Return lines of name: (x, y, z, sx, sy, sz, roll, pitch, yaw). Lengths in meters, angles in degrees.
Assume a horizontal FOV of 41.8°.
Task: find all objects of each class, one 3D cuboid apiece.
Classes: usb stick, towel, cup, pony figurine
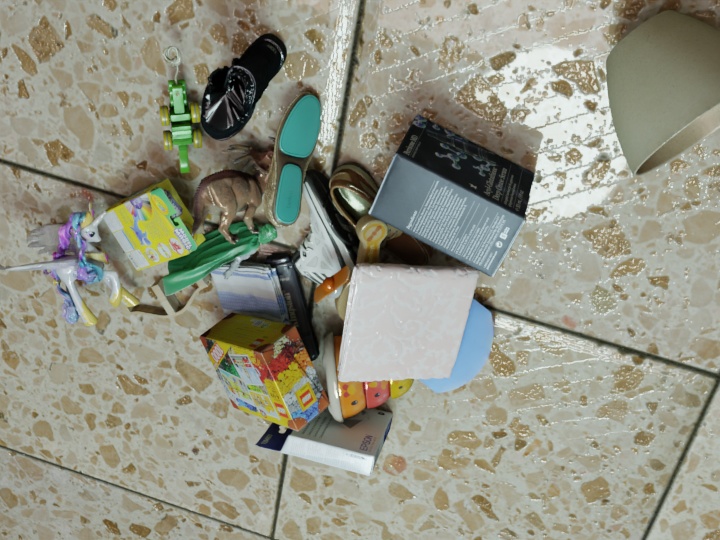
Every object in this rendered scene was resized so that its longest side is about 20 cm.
usb stick: (-0.114, 0.065, 1.581, 0.054, 0.033, 0.203, -4, 118, 20)
towel: (0.068, 0.078, 1.418, 0.196, 0.032, 0.194, 1, 117, -22)
towel: (-0.179, 0.075, 1.592, 0.145, 0.024, 0.203, 7, 123, 33)
cup: (0.388, -0.235, 1.178, 0.200, 0.199, 0.145, -38, 77, 31)
pony figurine: (-0.486, -0.009, 1.585, 0.189, 0.167, 0.203, -10, 118, 10)

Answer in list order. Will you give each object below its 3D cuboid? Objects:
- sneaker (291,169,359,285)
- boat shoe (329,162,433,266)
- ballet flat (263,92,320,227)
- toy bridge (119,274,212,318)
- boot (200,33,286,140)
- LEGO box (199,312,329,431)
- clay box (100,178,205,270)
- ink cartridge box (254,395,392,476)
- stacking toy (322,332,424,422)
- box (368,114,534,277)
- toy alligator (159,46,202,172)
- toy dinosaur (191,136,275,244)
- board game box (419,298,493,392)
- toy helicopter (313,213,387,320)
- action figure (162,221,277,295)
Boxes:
sneaker: (-0.073, -0.053, 1.474, 0.114, 0.076, 0.203, -17, 116, 23)
boat shoe: (0.024, -0.072, 1.435, 0.200, 0.074, 0.076, 42, 122, -9)
ballet flat: (-0.109, -0.164, 1.400, 0.070, 0.065, 0.204, 17, 84, -30)
toy bridge: (-0.338, 0.048, 1.642, 0.197, 0.027, 0.068, -20, 112, 27)
boot: (-0.192, -0.238, 1.349, 0.076, 0.169, 0.200, 40, 123, -9)
LEGO box: (-0.158, 0.161, 1.534, 0.198, 0.077, 0.151, 6, 125, 52)
clay box: (-0.328, -0.073, 1.515, 0.198, 0.048, 0.116, -13, 113, 47)
ink cartridge box: (-0.056, 0.265, 1.582, 0.196, 0.200, 0.041, 12, 104, 8)
stacking toy: (0.039, 0.165, 1.557, 0.196, 0.147, 0.148, -8, 119, 1)
box: (0.132, -0.108, 1.337, 0.197, 0.149, 0.108, 26, 123, 0)
toy alligator: (-0.276, -0.250, 1.436, 0.058, 0.054, 0.203, -7, 121, -11)
toy dinosaur: (-0.196, -0.125, 1.430, 0.085, 0.198, 0.138, 26, 128, 37)
board game box: (0.117, 0.090, 1.516, 0.199, 0.039, 0.159, 37, 102, 4)
toy helicopter: (0.000, 0.000, 1.408, 0.130, 0.080, 0.202, -4, 131, -13)
action figure: (-0.223, -0.030, 1.532, 0.197, 0.120, 0.055, -22, 135, 18)
